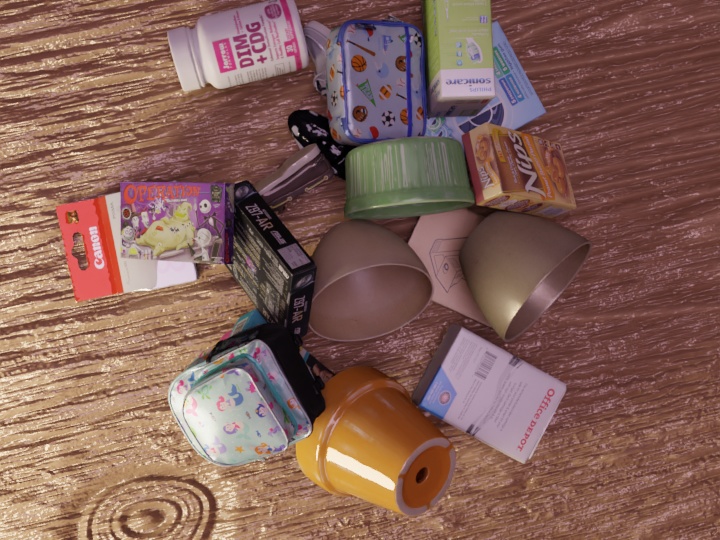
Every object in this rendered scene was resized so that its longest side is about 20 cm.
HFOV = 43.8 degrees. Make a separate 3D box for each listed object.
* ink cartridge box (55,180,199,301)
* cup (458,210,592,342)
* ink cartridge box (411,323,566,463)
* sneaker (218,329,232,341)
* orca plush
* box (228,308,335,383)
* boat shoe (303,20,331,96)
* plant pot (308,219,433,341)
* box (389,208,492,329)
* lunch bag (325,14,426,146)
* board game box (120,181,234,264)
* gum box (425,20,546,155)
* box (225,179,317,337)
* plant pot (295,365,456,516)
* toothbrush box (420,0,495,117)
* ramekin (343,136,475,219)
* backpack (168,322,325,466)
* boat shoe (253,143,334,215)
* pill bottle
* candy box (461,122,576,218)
[{"bbox_3d":[-0.368,-0.044,1.412,0.200,0.057,0.163,-11,93,-10],"label":"ink cartridge box"},{"bbox_3d":[0.238,-0.010,1.390,0.143,0.200,0.200,42,87,20],"label":"cup"},{"bbox_3d":[0.207,0.197,1.450,0.200,0.084,0.146,30,88,-6],"label":"ink cartridge box"},{"bbox_3d":[-0.179,0.193,1.426,0.074,0.087,0.200,-21,70,15],"label":"sneaker"},{"bbox_3d":[-0.040,-0.179,1.426,0.105,0.071,0.200,-31,94,-4],"label":"orca plush"},{"bbox_3d":[-0.119,0.156,1.395,0.200,0.049,0.082,41,46,-19],"label":"box"},{"bbox_3d":[-0.037,-0.301,1.425,0.069,0.072,0.200,-40,104,-19],"label":"boat shoe"},{"bbox_3d":[0.000,0.000,1.392,0.200,0.200,0.135,-14,55,-5],"label":"plant pot"},{"bbox_3d":[0.170,-0.013,1.474,0.200,0.021,0.164,25,89,-6],"label":"box"},{"bbox_3d":[0.030,-0.289,1.375,0.160,0.076,0.200,-1,92,-24],"label":"lunch bag"},{"bbox_3d":[-0.276,-0.072,1.338,0.200,0.032,0.120,3,91,28],"label":"board game box"},{"bbox_3d":[0.173,-0.281,1.457,0.200,0.045,0.170,-30,93,-5],"label":"gum box"},{"bbox_3d":[-0.142,-0.012,1.335,0.044,0.160,0.200,-22,54,-27],"label":"box"},{"bbox_3d":[0.036,0.269,1.345,0.200,0.183,0.200,-18,118,-37],"label":"plant pot"},{"bbox_3d":[0.146,-0.346,1.361,0.086,0.146,0.200,-2,88,-4],"label":"toothbrush box"},{"bbox_3d":[0.070,-0.139,1.358,0.200,0.200,0.098,-5,88,-5],"label":"ramekin"},{"bbox_3d":[-0.173,0.189,1.284,0.200,0.151,0.178,-22,104,27],"label":"backpack"},{"bbox_3d":[-0.134,-0.120,1.415,0.200,0.072,0.060,-35,112,9],"label":"boat shoe"},{"bbox_3d":[-0.189,-0.347,1.388,0.200,0.113,0.113,-15,93,-4],"label":"pill bottle"},{"bbox_3d":[0.249,-0.152,1.393,0.200,0.055,0.116,5,68,-45],"label":"candy box"}]
